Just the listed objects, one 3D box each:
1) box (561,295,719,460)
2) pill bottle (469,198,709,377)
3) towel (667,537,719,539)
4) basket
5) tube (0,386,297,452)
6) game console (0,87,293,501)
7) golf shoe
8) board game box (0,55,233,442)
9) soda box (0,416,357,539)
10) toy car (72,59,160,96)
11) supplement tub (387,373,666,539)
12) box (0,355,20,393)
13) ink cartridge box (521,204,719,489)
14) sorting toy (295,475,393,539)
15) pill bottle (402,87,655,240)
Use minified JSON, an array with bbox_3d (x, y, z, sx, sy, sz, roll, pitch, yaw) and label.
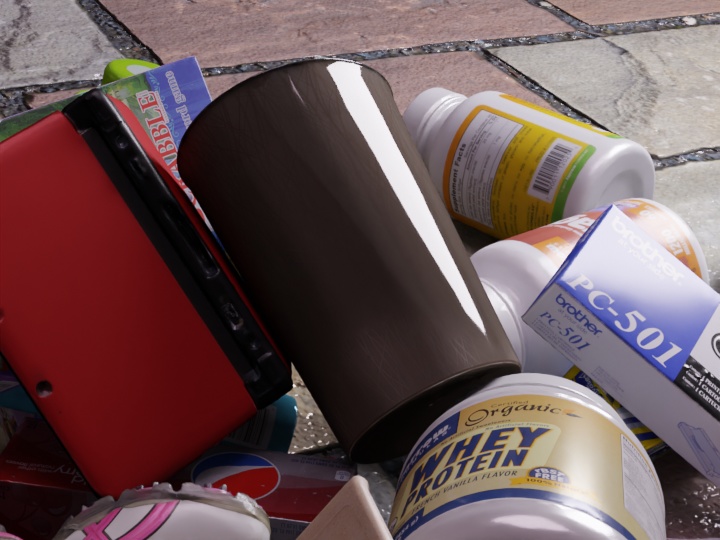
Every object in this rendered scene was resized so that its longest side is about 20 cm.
[{"bbox_3d":[0.211,0.070,1.057,0.200,0.064,0.070,-20,69,-38],"label":"box"},{"bbox_3d":[0.135,0.025,1.108,0.200,0.113,0.112,-19,35,-37],"label":"pill bottle"},{"bbox_3d":[0.243,0.200,0.873,0.146,0.030,0.200,0,27,-9],"label":"towel"},{"bbox_3d":[0.000,0.000,0.955,0.200,0.136,0.180,62,13,20],"label":"basket"},{"bbox_3d":[-0.137,0.071,0.972,0.199,0.050,0.078,20,45,-18],"label":"tube"},{"bbox_3d":[-0.138,0.011,0.922,0.119,0.200,0.172,-33,4,0],"label":"game console"},{"bbox_3d":[-0.139,0.169,0.824,0.199,0.073,0.092,-15,54,2],"label":"golf shoe"},{"bbox_3d":[-0.160,-0.011,1.024,0.199,0.201,0.041,-24,4,-26],"label":"board game box"},{"bbox_3d":[-0.104,0.137,0.910,0.199,0.064,0.070,7,26,6],"label":"soda box"},{"bbox_3d":[-0.112,-0.032,1.145,0.199,0.165,0.158,18,24,2],"label":"toy car"},{"bbox_3d":[0.083,0.144,0.820,0.144,0.145,0.200,7,19,5],"label":"supplement tub"},{"bbox_3d":[-0.274,0.023,0.937,0.200,0.137,0.039,-22,-21,33],"label":"box"},{"bbox_3d":[0.201,0.058,0.986,0.200,0.044,0.094,40,45,2],"label":"ink cartridge box"},{"bbox_3d":[-0.030,0.207,0.698,0.036,0.185,0.200,36,12,-26],"label":"sorting toy"},{"bbox_3d":[0.126,-0.080,1.310,0.200,0.111,0.111,26,34,37],"label":"pill bottle"}]
